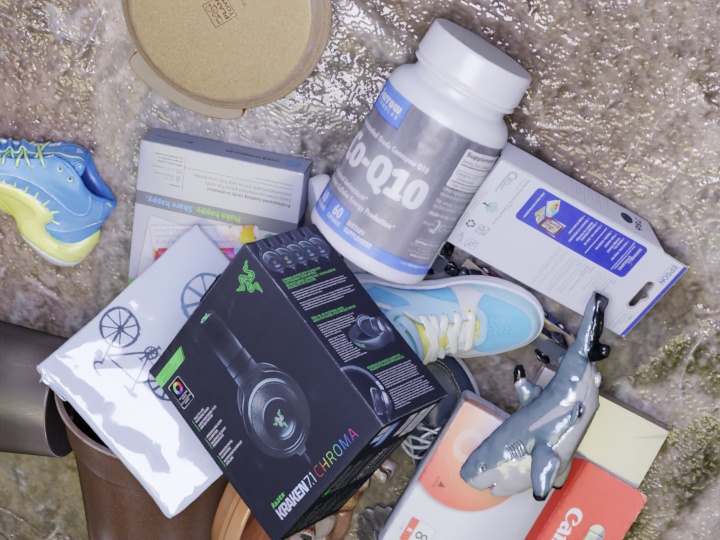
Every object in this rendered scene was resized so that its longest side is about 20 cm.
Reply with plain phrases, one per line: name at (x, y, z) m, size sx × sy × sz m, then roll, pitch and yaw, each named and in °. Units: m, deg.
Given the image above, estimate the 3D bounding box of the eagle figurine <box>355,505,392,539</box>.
eagle figurine at (0.082, 0.319, 1.688) m, size 0.198 × 0.152 × 0.152 m, roll 18°, pitch 135°, yaw -9°

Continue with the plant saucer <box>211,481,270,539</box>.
plant saucer at (-0.085, 0.196, 1.616) m, size 0.037 × 0.200 × 0.201 m, roll 26°, pitch 124°, yaw 11°

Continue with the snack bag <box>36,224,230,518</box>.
snack bag at (-0.154, 0.092, 1.518) m, size 0.189 × 0.200 × 0.021 m, roll 48°, pitch 166°, yaw 0°

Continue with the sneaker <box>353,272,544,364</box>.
sneaker at (0.060, 0.061, 1.473) m, size 0.198 × 0.131 × 0.080 m, roll 1°, pitch 115°, yaw 4°

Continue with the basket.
basket at (-0.369, 0.109, 1.661) m, size 0.198 × 0.137 × 0.181 m, roll 9°, pitch 149°, yaw 14°

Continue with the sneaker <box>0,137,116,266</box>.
sneaker at (-0.308, -0.099, 1.582) m, size 0.200 × 0.076 × 0.105 m, roll 41°, pitch 110°, yaw -19°

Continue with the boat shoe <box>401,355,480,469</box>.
boat shoe at (0.077, 0.164, 1.630) m, size 0.074 × 0.062 × 0.201 m, roll 1°, pitch 121°, yaw 13°

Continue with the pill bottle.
pill bottle at (0.052, -0.100, 1.432) m, size 0.113 × 0.114 × 0.201 m, roll 30°, pitch 107°, yaw -4°

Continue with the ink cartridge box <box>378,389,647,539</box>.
ink cartridge box at (0.139, 0.229, 1.577) m, size 0.199 × 0.050 × 0.163 m, roll 31°, pitch 102°, yaw 2°

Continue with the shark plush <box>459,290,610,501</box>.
shark plush at (0.161, 0.114, 1.497) m, size 0.083 × 0.091 × 0.201 m, roll 28°, pitch 111°, yaw 16°

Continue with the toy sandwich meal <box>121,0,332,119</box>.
toy sandwich meal at (-0.110, -0.225, 1.452) m, size 0.203 × 0.070 × 0.207 m, roll 6°, pitch 116°, yaw 11°

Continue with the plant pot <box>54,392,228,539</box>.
plant pot at (-0.188, 0.180, 1.647) m, size 0.199 × 0.201 × 0.199 m, roll 12°, pitch 131°, yaw 8°

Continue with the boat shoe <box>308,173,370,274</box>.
boat shoe at (0.000, 0.000, 1.559) m, size 0.069 × 0.071 × 0.201 m, roll -15°, pitch 115°, yaw -5°

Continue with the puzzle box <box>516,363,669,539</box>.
puzzle box at (0.183, 0.202, 1.607) m, size 0.132 × 0.025 × 0.201 m, roll 27°, pitch 103°, yaw -3°

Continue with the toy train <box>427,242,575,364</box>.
toy train at (0.112, 0.019, 1.546) m, size 0.199 × 0.046 × 0.034 m, roll 37°, pitch 114°, yaw -6°

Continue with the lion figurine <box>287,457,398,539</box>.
lion figurine at (-0.037, 0.240, 1.694) m, size 0.072 × 0.123 × 0.200 m, roll 26°, pitch 139°, yaw -12°

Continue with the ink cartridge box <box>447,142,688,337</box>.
ink cartridge box at (0.177, -0.026, 1.493) m, size 0.199 × 0.039 × 0.100 m, roll 29°, pitch 124°, yaw -16°

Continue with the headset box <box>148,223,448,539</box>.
headset box at (-0.058, 0.086, 1.412) m, size 0.200 × 0.092 × 0.174 m, roll 52°, pitch 127°, yaw 15°

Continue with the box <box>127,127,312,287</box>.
box at (-0.133, -0.017, 1.577) m, size 0.155 × 0.041 × 0.202 m, roll 13°, pitch 114°, yaw 8°
